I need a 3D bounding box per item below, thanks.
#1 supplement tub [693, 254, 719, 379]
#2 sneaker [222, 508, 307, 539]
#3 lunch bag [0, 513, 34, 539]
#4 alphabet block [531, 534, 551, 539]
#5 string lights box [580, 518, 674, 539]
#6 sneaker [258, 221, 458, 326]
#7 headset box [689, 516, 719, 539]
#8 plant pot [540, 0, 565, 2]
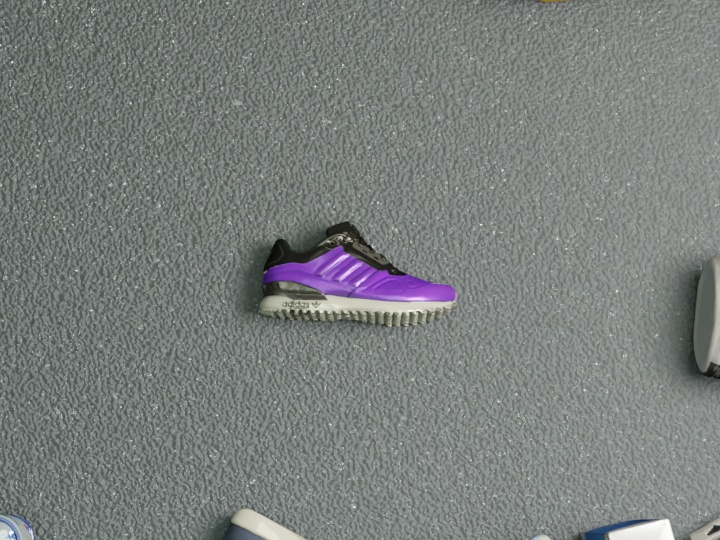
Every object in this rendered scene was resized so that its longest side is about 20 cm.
[{"bbox_3d":[0.433,0.052,1.568,0.199,0.123,0.123,4,81,1],"label":"supplement tub"},{"bbox_3d":[-0.048,0.309,1.556,0.199,0.075,0.085,25,80,14],"label":"sneaker"},{"bbox_3d":[-0.412,0.309,1.550,0.199,0.082,0.162,-3,82,0],"label":"lunch bag"},{"bbox_3d":[0.155,0.386,1.466,0.196,0.195,0.200,-38,73,-4],"label":"alphabet block"},{"bbox_3d":[0.254,0.286,1.491,0.059,0.200,0.103,-14,82,-1],"label":"string lights box"},{"bbox_3d":[0.000,0.000,1.605,0.199,0.070,0.100,2,79,0],"label":"sneaker"},{"bbox_3d":[0.388,0.330,1.547,0.148,0.077,0.201,-29,81,-5],"label":"headset box"},{"bbox_3d":[0.246,-0.365,1.608,0.199,0.176,0.201,-5,81,0],"label":"plant pot"}]
